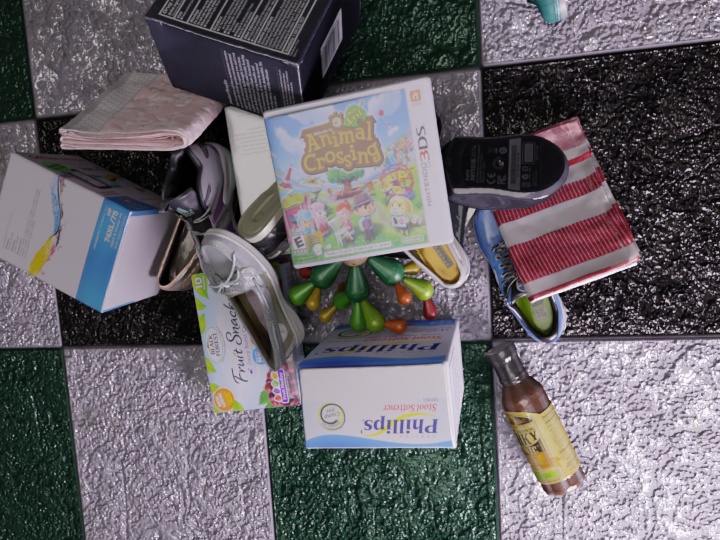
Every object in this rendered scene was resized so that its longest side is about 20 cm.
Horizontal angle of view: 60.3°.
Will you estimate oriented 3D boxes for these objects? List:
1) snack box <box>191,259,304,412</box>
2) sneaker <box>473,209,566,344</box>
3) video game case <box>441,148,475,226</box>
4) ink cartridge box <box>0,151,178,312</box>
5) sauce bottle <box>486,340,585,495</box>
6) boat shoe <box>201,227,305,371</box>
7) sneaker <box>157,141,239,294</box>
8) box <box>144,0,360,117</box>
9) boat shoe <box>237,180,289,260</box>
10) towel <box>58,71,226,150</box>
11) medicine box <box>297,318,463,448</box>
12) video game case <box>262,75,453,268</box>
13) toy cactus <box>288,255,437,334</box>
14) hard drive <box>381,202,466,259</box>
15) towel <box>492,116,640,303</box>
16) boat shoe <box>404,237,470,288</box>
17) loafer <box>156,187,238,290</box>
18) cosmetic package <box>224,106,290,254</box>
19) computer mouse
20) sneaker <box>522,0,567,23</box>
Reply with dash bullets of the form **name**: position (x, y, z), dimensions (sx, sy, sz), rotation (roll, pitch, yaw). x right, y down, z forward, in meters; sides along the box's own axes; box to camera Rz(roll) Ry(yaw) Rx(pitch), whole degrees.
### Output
- **snack box**: position (-0.159, 0.095, 0.903), dimensions (0.138, 0.053, 0.206), rotation (-8, 95, 14)
- **sneaker**: position (0.206, 0.000, 0.788), dimensions (0.077, 0.089, 0.204), rotation (-29, 88, 14)
- **video game case**: position (0.059, -0.112, 0.845), dimensions (0.198, 0.018, 0.145), rotation (35, 103, 7)
- **ink cartridge box**: position (-0.389, -0.060, 0.889), dimensions (0.196, 0.147, 0.149), rotation (24, 102, 8)
- **sauce bottle**: position (0.227, 0.193, 0.821), dimensions (0.064, 0.065, 0.204), rotation (-27, 89, 15)
- **boat shoe**: position (-0.141, 0.037, 0.791), dimensions (0.073, 0.065, 0.205), rotation (-2, 129, 37)
- **sneaker**: position (-0.212, -0.065, 0.799), dimensions (0.076, 0.140, 0.206), rotation (-9, 92, 18)
- **box**: position (-0.121, -0.312, 0.768), dimensions (0.194, 0.124, 0.204), rotation (20, 67, 8)
- **boat shoe**: position (-0.067, -0.099, 0.794), dimensions (0.200, 0.068, 0.072), rotation (-45, 44, -4)
- **towel**: position (-0.270, -0.218, 0.823), dimensions (0.185, 0.202, 0.033), rotation (3, 129, 13)
- **medicine box**: position (0.035, 0.138, 0.787), dimensions (0.177, 0.200, 0.106), rotation (-4, 97, 13)
- **video game case**: position (-0.002, -0.108, 0.715), dimensions (0.194, 0.022, 0.187), rotation (-8, 102, 12)
- **toy cactus**: position (0.000, 0.000, 0.804), dimensions (0.194, 0.103, 0.169), rotation (4, 120, 19)
- **hard drive**: position (0.044, -0.090, 0.824), dimensions (0.194, 0.033, 0.144), rotation (6, 98, 12)
- **towel**: position (0.235, -0.079, 0.758), dimensions (0.141, 0.023, 0.205), rotation (-20, 70, 6)
- **boat shoe**: position (0.063, -0.060, 0.771), dimensions (0.070, 0.070, 0.202), rotation (-37, 89, 15)
- **loafer**: position (-0.236, -0.058, 0.896), dimensions (0.071, 0.063, 0.204), rotation (28, 102, 9)
- **cosmetic package**: position (-0.117, -0.126, 0.852), dimensions (0.099, 0.074, 0.206), rotation (-6, 97, 6)
- **computer mouse**: position (0.149, -0.121, 0.751), dimensions (0.194, 0.053, 0.142), rotation (8, 66, 14)
- **sneaker**: position (0.181, -0.383, 0.760), dimensions (0.079, 0.071, 0.204), rotation (-28, 85, 19)
